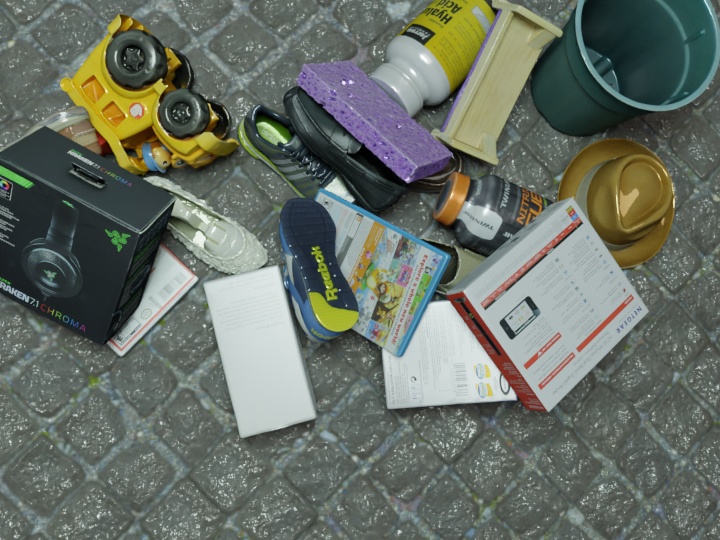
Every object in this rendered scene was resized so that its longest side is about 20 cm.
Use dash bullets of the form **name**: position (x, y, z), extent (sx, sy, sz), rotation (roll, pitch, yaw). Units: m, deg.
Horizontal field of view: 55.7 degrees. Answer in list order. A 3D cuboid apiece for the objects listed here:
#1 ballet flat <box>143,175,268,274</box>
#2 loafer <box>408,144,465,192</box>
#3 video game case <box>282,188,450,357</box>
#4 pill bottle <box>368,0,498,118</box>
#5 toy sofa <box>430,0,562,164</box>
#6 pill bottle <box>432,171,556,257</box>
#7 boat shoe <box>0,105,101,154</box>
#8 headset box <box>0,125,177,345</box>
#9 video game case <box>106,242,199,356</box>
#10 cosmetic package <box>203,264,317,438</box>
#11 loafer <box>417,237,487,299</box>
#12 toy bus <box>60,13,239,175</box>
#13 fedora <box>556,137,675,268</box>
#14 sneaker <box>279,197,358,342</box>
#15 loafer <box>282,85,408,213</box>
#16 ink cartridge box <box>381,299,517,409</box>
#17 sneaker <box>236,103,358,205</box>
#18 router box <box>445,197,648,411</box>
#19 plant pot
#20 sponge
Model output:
- **ballet flat**: position (-0.214, -0.057, 0.897), extent (0.200, 0.072, 0.072), rotation (32, 79, -4)
- **loafer**: position (0.053, -0.162, 0.946), extent (0.199, 0.071, 0.073), rotation (15, 81, -6)
- **video game case**: position (0.000, 0.000, 0.880), extent (0.200, 0.018, 0.144), rotation (30, 101, 22)
- **pill bottle**: position (0.105, -0.303, 0.952), extent (0.111, 0.111, 0.200), rotation (44, 79, -1)
- **toy sofa**: position (0.174, -0.255, 0.920), extent (0.083, 0.098, 0.201), rotation (16, 109, -28)
- **pill bottle**: position (0.202, -0.064, 0.933), extent (0.199, 0.106, 0.107), rotation (22, 80, -8)
- **boat shoe**: position (-0.402, -0.130, 0.842), extent (0.199, 0.076, 0.072), rotation (-21, 107, 27)
- **headset box**: position (-0.329, -0.042, 0.790), extent (0.174, 0.093, 0.200), rotation (29, 124, -4)
- **video game case**: position (-0.334, -0.006, 0.896), extent (0.200, 0.017, 0.143), rotation (44, 79, -1)
- **cosmetic package**: position (-0.127, 0.101, 0.877), extent (0.101, 0.074, 0.201), rotation (-13, 89, -2)
- **loafer**: position (0.134, 0.007, 0.937), extent (0.199, 0.068, 0.076), rotation (16, 81, -6)
- **toy bus**: position (-0.285, -0.190, 0.877), extent (0.192, 0.136, 0.200), rotation (-40, 92, 6)
- **fedora**: position (0.384, -0.103, 0.981), extent (0.200, 0.082, 0.202), rotation (1, 83, -8)
- **sneaker**: position (-0.064, 0.000, 0.855), extent (0.074, 0.082, 0.201), rotation (-3, 61, -22)
- **loafer**: position (-0.016, -0.163, 0.882), extent (0.201, 0.070, 0.068), rotation (47, 39, -16)
- **ink cartridge box**: position (0.130, 0.106, 0.890), extent (0.199, 0.076, 0.137), rotation (-7, 85, 13)
- **sneaker**: position (-0.081, -0.150, 0.919), extent (0.200, 0.081, 0.074), rotation (34, 80, -4)
- **router box**: position (0.233, 0.040, 0.839), extent (0.200, 0.049, 0.180), rotation (-37, 96, -19)
- **plant pot**: position (0.344, -0.284, 0.939), extent (0.199, 0.196, 0.201), rotation (1, 83, -9)
- **sponge**: position (0.020, -0.194, 0.867), extent (0.200, 0.030, 0.111), rotation (44, 34, 13)
